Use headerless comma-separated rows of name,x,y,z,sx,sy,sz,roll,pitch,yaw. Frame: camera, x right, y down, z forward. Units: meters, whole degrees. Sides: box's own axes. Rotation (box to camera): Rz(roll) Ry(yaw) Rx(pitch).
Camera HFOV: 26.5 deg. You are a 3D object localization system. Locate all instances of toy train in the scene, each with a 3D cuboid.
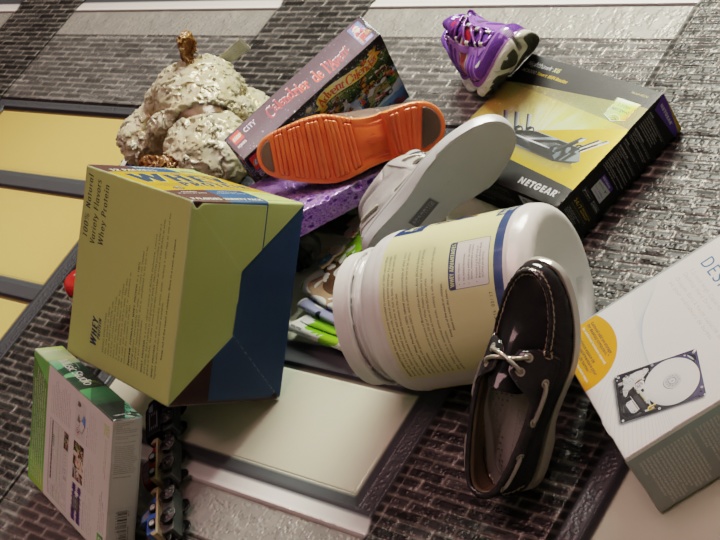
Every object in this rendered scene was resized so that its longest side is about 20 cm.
toy train,-0.193,0.195,1.497,0.046,0.034,0.201,-30,36,15

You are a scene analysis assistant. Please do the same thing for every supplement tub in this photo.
supplement tub,0.090,0.027,1.346,0.199,0.145,0.146,-11,43,31

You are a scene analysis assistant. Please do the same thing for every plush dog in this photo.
plush dog,-0.175,-0.161,1.742,0.199,0.161,0.172,-11,51,-12

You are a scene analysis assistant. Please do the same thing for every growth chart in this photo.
growth chart,0.000,0.000,1.563,0.144,0.018,0.200,10,56,46

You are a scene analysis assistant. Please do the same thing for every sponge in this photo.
sponge,-0.049,-0.085,1.621,0.199,0.030,0.111,-28,30,-30

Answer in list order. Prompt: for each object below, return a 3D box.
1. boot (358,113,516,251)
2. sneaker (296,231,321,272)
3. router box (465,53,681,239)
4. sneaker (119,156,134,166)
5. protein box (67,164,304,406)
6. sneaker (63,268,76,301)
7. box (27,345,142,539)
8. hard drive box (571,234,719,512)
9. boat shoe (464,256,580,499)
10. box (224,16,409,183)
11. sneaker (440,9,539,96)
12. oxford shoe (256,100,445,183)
boot,0.066,-0.097,1.502,0.200,0.073,0.096,-44,34,22
sneaker,-0.114,-0.044,1.665,0.199,0.067,0.091,-2,51,42
router box,0.191,-0.125,1.508,0.157,0.052,0.200,-46,37,-12
sneaker,-0.227,-0.136,1.857,0.090,0.070,0.201,-9,43,38
protein box,-0.177,0.010,1.523,0.199,0.134,0.200,19,104,49
sneaker,-0.266,-0.036,1.767,0.199,0.085,0.077,-31,35,9
box,-0.274,0.175,1.511,0.036,0.145,0.200,-5,21,-34
hard drive box,0.276,0.068,1.204,0.199,0.077,0.156,-33,37,6
boat shoe,0.122,0.089,1.219,0.074,0.201,0.060,27,26,37
box,-0.044,-0.167,1.677,0.200,0.137,0.038,-43,63,-5
sneaker,0.122,-0.234,1.606,0.081,0.083,0.200,-45,11,-5
oxford shoe,-0.013,-0.134,1.611,0.198,0.072,0.073,-9,9,-8
